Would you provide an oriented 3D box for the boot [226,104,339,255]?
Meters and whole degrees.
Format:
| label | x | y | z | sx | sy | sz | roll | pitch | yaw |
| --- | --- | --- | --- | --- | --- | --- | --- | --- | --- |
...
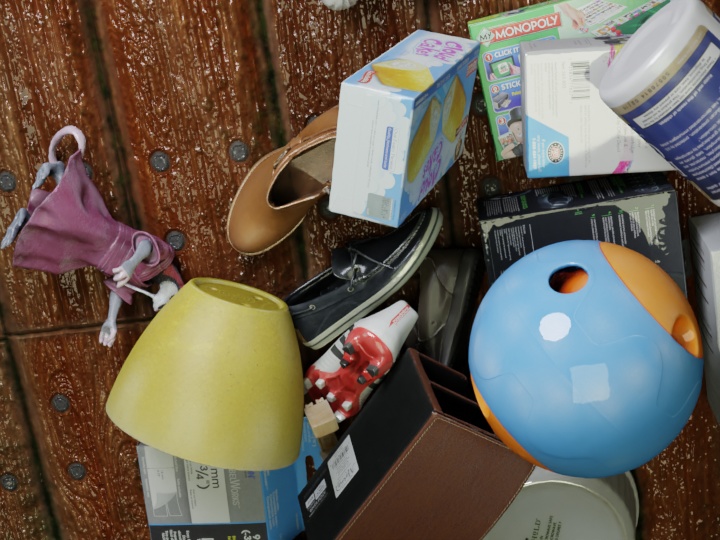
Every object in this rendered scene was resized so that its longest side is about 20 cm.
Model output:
| label | x | y | z | sx | sy | sz | roll | pitch | yaw |
| --- | --- | --- | --- | --- | --- | --- | --- | --- | --- |
| boot | -0.071 | -0.076 | 1.069 | 0.073 | 0.155 | 0.200 | 38 | 108 | -8 |

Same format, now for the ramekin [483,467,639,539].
| label | x | y | z | sx | sy | sz | roll | pitch | yaw |
| --- | --- | --- | --- | --- | --- | --- | --- | --- | --- |
| ramekin | 0.198 | 0.267 | 1.195 | 0.200 | 0.094 | 0.205 | 1 | 109 | 4 |

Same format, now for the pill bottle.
| label | x | y | z | sx | sy | sz | roll | pitch | yaw |
| --- | --- | --- | --- | --- | --- | --- | --- | --- | --- |
| pill bottle | 0.305 | -0.122 | 0.943 | 0.200 | 0.111 | 0.111 | 40 | 108 | -10 |

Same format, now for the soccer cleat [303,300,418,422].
| label | x | y | z | sx | sy | sz | roll | pitch | yaw |
| --- | --- | --- | --- | --- | --- | --- | --- | --- | --- |
| soccer cleat | -0.001 | 0.092 | 1.139 | 0.069 | 0.085 | 0.200 | 44 | 150 | 5 |

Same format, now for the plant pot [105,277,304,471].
| label | x | y | z | sx | sy | sz | roll | pitch | yaw |
| --- | --- | --- | --- | --- | --- | --- | --- | --- | --- |
| plant pot | -0.137 | 0.090 | 1.122 | 0.198 | 0.200 | 0.144 | 16 | 98 | -1 |

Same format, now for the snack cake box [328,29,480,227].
| label | x | y | z | sx | sy | sz | roll | pitch | yaw |
| --- | --- | --- | --- | --- | --- | --- | --- | --- | --- |
| snack cake box | 0.042 | -0.131 | 1.006 | 0.066 | 0.200 | 0.116 | 14 | 118 | 16 |

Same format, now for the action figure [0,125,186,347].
| label | x | y | z | sx | sy | sz | roll | pitch | yaw |
| --- | --- | --- | --- | --- | --- | --- | --- | --- | --- |
| action figure | -0.253 | -0.023 | 1.151 | 0.199 | 0.150 | 0.134 | 26 | 140 | -23 |

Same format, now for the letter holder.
| label | x | y | z | sx | sy | sz | roll | pitch | yaw |
| --- | --- | --- | --- | --- | --- | --- | --- | --- | --- |
| letter holder | 0.056 | 0.202 | 1.091 | 0.141 | 0.101 | 0.201 | 26 | 111 | -26 |

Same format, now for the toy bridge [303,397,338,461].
| label | x | y | z | sx | sy | sz | roll | pitch | yaw |
| --- | --- | --- | --- | --- | --- | --- | --- | --- | --- |
| toy bridge | -0.021 | 0.208 | 1.180 | 0.027 | 0.067 | 0.201 | -24 | 127 | -7 |

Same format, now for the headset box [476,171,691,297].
| label | x | y | z | sx | sy | sz | roll | pitch | yaw |
| --- | --- | --- | --- | --- | --- | --- | --- | --- | --- |
| headset box | 0.223 | 0.005 | 1.104 | 0.198 | 0.093 | 0.176 | -10 | 107 | 8 |

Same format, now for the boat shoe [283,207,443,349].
| label | x | y | z | sx | sy | sz | roll | pitch | yaw |
| --- | --- | --- | --- | --- | --- | --- | --- | --- | --- |
| boat shoe | 0.000 | 0.000 | 1.133 | 0.199 | 0.075 | 0.062 | -39 | 107 | 21 |

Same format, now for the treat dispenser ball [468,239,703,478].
| label | x | y | z | sx | sy | sz | roll | pitch | yaw |
| --- | --- | --- | --- | --- | --- | --- | --- | --- | --- |
| treat dispenser ball | 0.192 | 0.075 | 0.974 | 0.198 | 0.201 | 0.203 | 1 | 109 | 4 |

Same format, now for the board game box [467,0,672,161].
| label | x | y | z | sx | sy | sz | roll | pitch | yaw |
| --- | --- | --- | --- | --- | --- | --- | --- | --- | --- |
| board game box | 0.212 | -0.192 | 1.072 | 0.198 | 0.029 | 0.136 | -12 | 107 | 9 |

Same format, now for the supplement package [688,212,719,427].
| label | x | y | z | sx | sy | sz | roll | pitch | yaw |
| --- | --- | --- | --- | --- | --- | --- | --- | --- | --- |
| supplement package | 0.390 | 0.049 | 1.096 | 0.112 | 0.110 | 0.202 | -8 | 108 | 8 |

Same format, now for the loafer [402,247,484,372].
| label | x | y | z | sx | sy | sz | roll | pitch | yaw |
| --- | --- | --- | --- | --- | --- | --- | --- | --- | --- |
| loafer | 0.072 | 0.066 | 1.158 | 0.071 | 0.073 | 0.202 | 18 | 103 | 17 |

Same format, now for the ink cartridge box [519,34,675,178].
| label | x | y | z | sx | sy | sz | roll | pitch | yaw |
| --- | --- | --- | --- | --- | --- | --- | --- | --- | --- |
| ink cartridge box | 0.247 | -0.153 | 1.031 | 0.197 | 0.068 | 0.117 | -2 | 109 | 6 |

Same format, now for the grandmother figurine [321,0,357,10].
| label | x | y | z | sx | sy | sz | roll | pitch | yaw |
| --- | --- | --- | --- | --- | --- | --- | --- | --- | --- |
| grandmother figurine | 0.045 | -0.304 | 1.035 | 0.199 | 0.061 | 0.122 | -29 | 95 | 11 |

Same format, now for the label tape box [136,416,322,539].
| label | x | y | z | sx | sy | sz | roll | pitch | yaw |
| --- | --- | --- | --- | --- | --- | --- | --- | --- | --- |
| label tape box | -0.131 | 0.236 | 1.229 | 0.197 | 0.063 | 0.146 | -3 | 109 | 6 |
